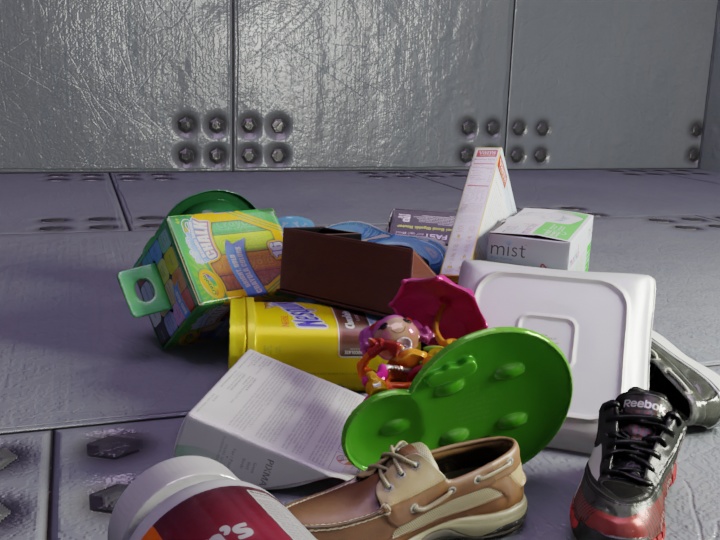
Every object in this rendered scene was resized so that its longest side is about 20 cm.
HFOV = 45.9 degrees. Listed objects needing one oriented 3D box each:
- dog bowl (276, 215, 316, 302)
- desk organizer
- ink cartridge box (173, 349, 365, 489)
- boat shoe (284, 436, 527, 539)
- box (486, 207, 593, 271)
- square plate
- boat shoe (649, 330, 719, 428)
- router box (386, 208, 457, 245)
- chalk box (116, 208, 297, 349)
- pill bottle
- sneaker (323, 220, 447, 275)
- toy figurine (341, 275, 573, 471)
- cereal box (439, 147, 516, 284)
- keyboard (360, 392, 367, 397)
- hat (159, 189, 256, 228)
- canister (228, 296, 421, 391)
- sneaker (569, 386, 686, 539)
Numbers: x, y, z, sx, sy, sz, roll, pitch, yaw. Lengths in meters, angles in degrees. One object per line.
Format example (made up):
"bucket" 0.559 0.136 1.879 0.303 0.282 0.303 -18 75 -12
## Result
"dog bowl" -0.054 0.001 1.172 0.200 0.112 0.050 21 21 -22
"desk organizer" 0.000 0.000 0.959 0.200 0.077 0.072 11 11 40
"ink cartridge box" -0.043 0.151 0.766 0.200 0.050 0.161 23 18 6
"boat shoe" 0.035 0.162 0.632 0.200 0.074 0.076 -5 14 -26
"box" 0.209 0.027 1.009 0.097 0.177 0.200 9 14 21
"square plate" 0.183 0.076 0.836 0.200 0.198 0.028 5 -31 15
"boat shoe" 0.305 0.108 0.909 0.064 0.071 0.200 -2 15 -22
"router box" 0.138 -0.009 1.196 0.200 0.150 0.062 5 51 9
"chalk box" -0.193 0.010 1.043 0.200 0.125 0.124 -9 -23 -41
"pill bottle" -0.067 0.181 0.460 0.109 0.110 0.200 -6 15 -31
"sneaker" 0.010 -0.020 1.049 0.200 0.078 0.090 4 5 24
"toy figurine" 0.059 0.080 0.768 0.200 0.150 0.184 -15 29 -9
"cereal box" 0.146 -0.029 1.022 0.039 0.144 0.200 3 53 23
"keyboard" 0.095 0.145 0.853 0.200 0.011 0.056 3 13 8
"hat" -0.194 -0.010 1.219 0.166 0.200 0.176 -40 43 0
"canister" -0.045 0.082 0.937 0.200 0.087 0.149 1 11 -9
"sneaker" 0.210 0.149 0.663 0.071 0.098 0.200 10 17 24
